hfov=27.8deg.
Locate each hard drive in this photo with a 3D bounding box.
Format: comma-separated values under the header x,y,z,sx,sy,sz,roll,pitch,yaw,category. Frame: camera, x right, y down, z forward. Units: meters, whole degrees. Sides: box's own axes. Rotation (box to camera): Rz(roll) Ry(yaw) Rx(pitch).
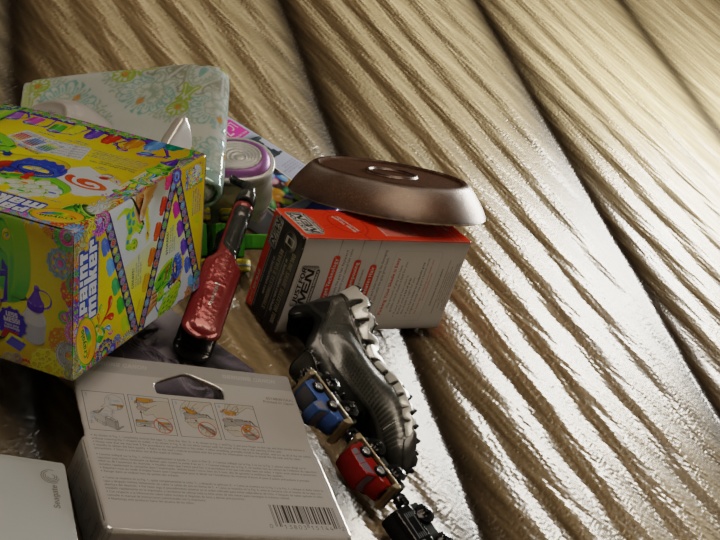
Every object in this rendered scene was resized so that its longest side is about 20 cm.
x,y,z,sx,sy,sz,roll,pitch,yaw,category
-0.288,0.160,0.957,0.199,0.027,0.132,13,25,-25,hard drive

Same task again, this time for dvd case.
x,y,z,sx,sy,sz,roll,pitch,yaw,category
-0.201,0.059,1.206,0.199,0.016,0.149,35,31,11,dvd case

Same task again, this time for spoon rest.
x,y,z,sx,sy,sz,roll,pitch,yaw,category
-0.228,-0.104,1.252,0.199,0.061,0.100,7,52,30,spoon rest

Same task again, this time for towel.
x,y,z,sx,sy,sz,roll,pitch,yaw,category
-0.220,-0.119,1.324,0.198,0.048,0.172,-4,48,2,towel

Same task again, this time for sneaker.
x,y,z,sx,sy,sz,roll,pitch,yaw,category
-0.014,0.100,1.254,0.090,0.067,0.201,-6,50,-21,sneaker
-0.180,-0.077,1.383,0.198,0.100,0.075,5,51,3,sneaker

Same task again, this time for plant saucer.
x,y,z,sx,sy,sz,roll,pitch,yaw,category
0.029,-0.082,1.431,0.198,0.035,0.200,10,12,-2,plant saucer

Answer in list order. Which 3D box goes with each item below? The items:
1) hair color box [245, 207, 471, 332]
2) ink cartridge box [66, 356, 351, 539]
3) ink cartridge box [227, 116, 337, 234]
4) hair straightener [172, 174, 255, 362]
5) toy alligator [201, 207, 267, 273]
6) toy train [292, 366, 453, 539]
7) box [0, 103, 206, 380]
x,y,z,sx,sy,sz,roll,pitch,yaw,category
0.000,0.000,1.367,0.199,0.102,0.061,1,30,-40,hair color box
-0.124,0.148,1.107,0.199,0.045,0.177,9,36,-30,ink cartridge box
-0.088,-0.079,1.485,0.199,0.042,0.119,34,31,6,ink cartridge box
-0.128,-0.002,1.270,0.041,0.077,0.201,17,50,-11,hair straightener
-0.164,-0.027,1.336,0.199,0.060,0.054,0,-3,-32,toy alligator
0.004,0.160,1.176,0.046,0.034,0.200,-13,59,-49,toy train
-0.254,-0.031,1.134,0.199,0.123,0.193,15,26,20,box
